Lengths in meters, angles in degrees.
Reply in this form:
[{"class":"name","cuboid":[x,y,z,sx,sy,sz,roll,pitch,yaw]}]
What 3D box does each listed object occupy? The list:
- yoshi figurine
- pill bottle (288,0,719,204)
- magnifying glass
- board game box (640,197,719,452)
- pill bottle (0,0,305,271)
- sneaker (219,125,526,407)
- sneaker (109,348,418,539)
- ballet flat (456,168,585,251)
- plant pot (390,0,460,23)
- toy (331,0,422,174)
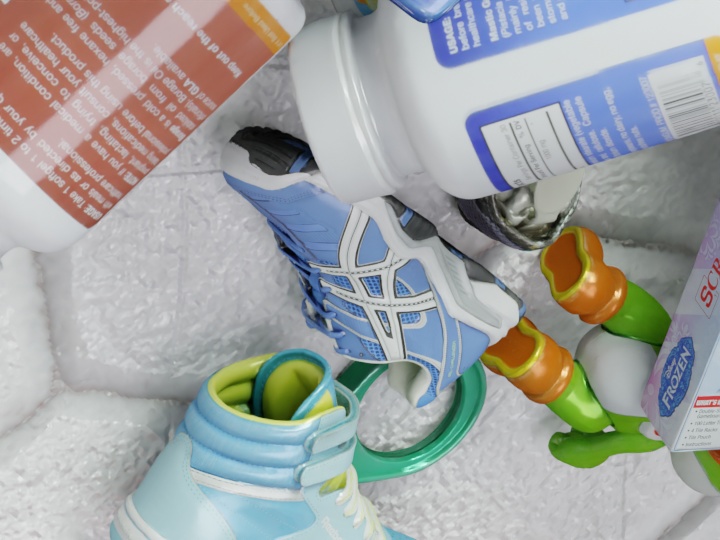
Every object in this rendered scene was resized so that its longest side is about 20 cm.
[{"class":"yoshi figurine","cuboid":[0.158,0.058,1.529,0.200,0.112,0.112,33,145,-26]},{"class":"pill bottle","cuboid":[0.074,-0.097,1.263,0.199,0.112,0.112,-16,131,13]},{"class":"magnifying glass","cuboid":[-0.024,0.096,1.480,0.199,0.022,0.080,-28,129,-11]},{"class":"board game box","cuboid":[0.257,-0.003,1.415,0.199,0.041,0.200,-1,128,-27]},{"class":"pill bottle","cuboid":[-0.129,-0.082,1.248,0.200,0.112,0.112,-43,130,1]},{"class":"sneaker","cuboid":[0.000,0.000,1.393,0.200,0.076,0.077,38,90,-38]},{"class":"sneaker","cuboid":[-0.013,0.109,1.432,0.199,0.080,0.131,15,111,-36]},{"class":"ballet flat","cuboid":[0.092,-0.097,1.393,0.072,0.072,0.201,-9,123,-25]},{"class":"plant pot","cuboid":[0.018,-0.237,1.163,0.200,0.180,0.200,43,94,-9]},{"class":"toy","cuboid":[0.038,-0.155,1.324,0.115,0.047,0.201,-20,118,13]}]
